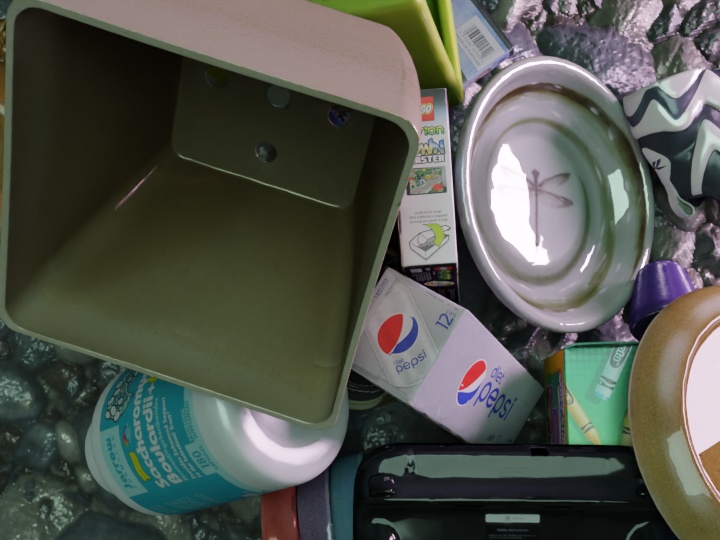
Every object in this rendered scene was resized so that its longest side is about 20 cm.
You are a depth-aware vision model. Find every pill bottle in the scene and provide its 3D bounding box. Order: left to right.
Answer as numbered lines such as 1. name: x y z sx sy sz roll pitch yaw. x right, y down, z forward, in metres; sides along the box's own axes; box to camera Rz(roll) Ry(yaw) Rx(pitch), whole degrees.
1. pill bottle: -0.108 0.104 0.696 0.199 0.110 0.112 -25 77 44

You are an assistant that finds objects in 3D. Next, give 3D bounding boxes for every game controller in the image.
1. game controller: 0.094 0.162 0.647 0.198 0.042 0.105 1 96 1

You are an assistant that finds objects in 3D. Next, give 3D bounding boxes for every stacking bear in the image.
1. stacking bear: 0.038 0.178 0.713 0.198 0.122 0.115 -8 103 3

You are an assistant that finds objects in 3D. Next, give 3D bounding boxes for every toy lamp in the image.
1. toy lamp: 0.220 0.085 0.714 0.058 0.058 0.201 1 58 4

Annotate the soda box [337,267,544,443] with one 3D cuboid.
1. soda box: 0.061 0.070 0.698 0.063 0.200 0.069 28 84 31

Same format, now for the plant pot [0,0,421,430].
1. plant pot: -0.070 -0.066 0.590 0.198 0.177 0.201 18 126 2

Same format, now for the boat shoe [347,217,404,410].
1. boat shoe: 0.000 0.000 0.748 0.071 0.065 0.201 12 56 -11

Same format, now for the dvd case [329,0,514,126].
1. dvd case: 0.003 -0.174 0.833 0.199 0.018 0.143 -35 80 -2

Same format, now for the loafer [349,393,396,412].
1. loafer: -0.051 0.066 0.774 0.198 0.067 0.077 1 81 4

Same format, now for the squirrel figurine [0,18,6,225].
1. squirrel figurine: -0.255 -0.124 0.768 0.185 0.142 0.201 -2 57 -27

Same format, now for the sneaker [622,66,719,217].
1. sneaker: 0.308 -0.100 0.777 0.198 0.079 0.131 -17 92 -11

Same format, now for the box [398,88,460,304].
1. box: 0.048 -0.041 0.717 0.034 0.200 0.111 -3 81 5

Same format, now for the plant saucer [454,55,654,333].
1. plant saucer: 0.135 -0.053 0.762 0.199 0.050 0.202 5 81 -35

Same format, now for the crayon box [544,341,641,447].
1. crayon box: 0.166 0.155 0.721 0.058 0.119 0.202 -1 81 3

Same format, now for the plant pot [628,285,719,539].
1. plant pot: 0.262 0.101 0.658 0.198 0.027 0.202 8 67 -19

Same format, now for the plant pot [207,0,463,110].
1. plant pot: -0.037 -0.222 0.738 0.180 0.200 0.201 -9 78 11
